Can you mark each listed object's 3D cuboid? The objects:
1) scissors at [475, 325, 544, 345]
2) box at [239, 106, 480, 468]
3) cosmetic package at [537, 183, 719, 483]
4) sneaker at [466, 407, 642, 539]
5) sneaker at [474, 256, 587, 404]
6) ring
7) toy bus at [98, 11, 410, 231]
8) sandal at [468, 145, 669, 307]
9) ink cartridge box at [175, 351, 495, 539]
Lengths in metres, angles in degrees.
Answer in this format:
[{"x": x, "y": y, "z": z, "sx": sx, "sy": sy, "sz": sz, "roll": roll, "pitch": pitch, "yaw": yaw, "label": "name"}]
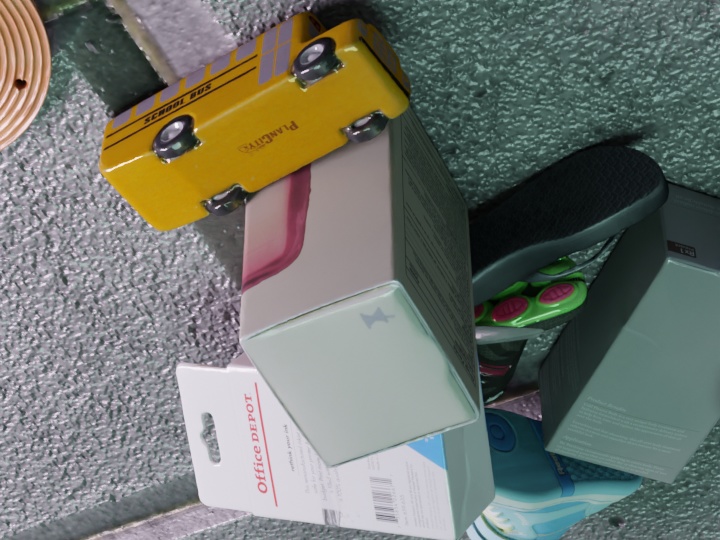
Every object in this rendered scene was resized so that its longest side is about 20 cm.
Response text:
[{"x": 0.038, "y": 0.040, "z": 1.474, "sx": 0.199, "sy": 0.074, "sz": 0.014, "roll": -25, "pitch": 159, "yaw": 39, "label": "scissors"}, {"x": 0.000, "y": 0.000, "z": 1.374, "sx": 0.108, "sy": 0.201, "sz": 0.128, "roll": -19, "pitch": 128, "yaw": 17, "label": "box"}, {"x": 0.208, "y": 0.045, "z": 1.498, "sx": 0.106, "sy": 0.090, "sz": 0.200, "roll": 17, "pitch": 128, "yaw": -15, "label": "cosmetic package"}, {"x": 0.098, "y": 0.164, "z": 1.582, "sx": 0.199, "sy": 0.080, "sz": 0.131, "roll": 9, "pitch": 140, "yaw": -39, "label": "sneaker"}, {"x": 0.081, "y": 0.043, "z": 1.510, "sx": 0.199, "sy": 0.077, "sz": 0.084, "roll": -28, "pitch": 134, "yaw": 37, "label": "sneaker"}, {"x": -0.291, "y": -0.141, "z": 1.368, "sx": 0.199, "sy": 0.019, "sz": 0.201, "roll": 0, "pitch": 134, "yaw": 0, "label": "ring"}, {"x": -0.066, "y": -0.096, "z": 1.367, "sx": 0.199, "sy": 0.079, "sz": 0.065, "roll": -27, "pitch": 125, "yaw": 23, "label": "toy bus"}, {"x": 0.116, "y": -0.020, "z": 1.441, "sx": 0.199, "sy": 0.076, "sz": 0.043, "roll": -27, "pitch": 128, "yaw": 25, "label": "sandal"}, {"x": -0.017, "y": 0.106, "z": 1.473, "sx": 0.199, "sy": 0.067, "sz": 0.117, "roll": 5, "pitch": 115, "yaw": 29, "label": "ink cartridge box"}]
